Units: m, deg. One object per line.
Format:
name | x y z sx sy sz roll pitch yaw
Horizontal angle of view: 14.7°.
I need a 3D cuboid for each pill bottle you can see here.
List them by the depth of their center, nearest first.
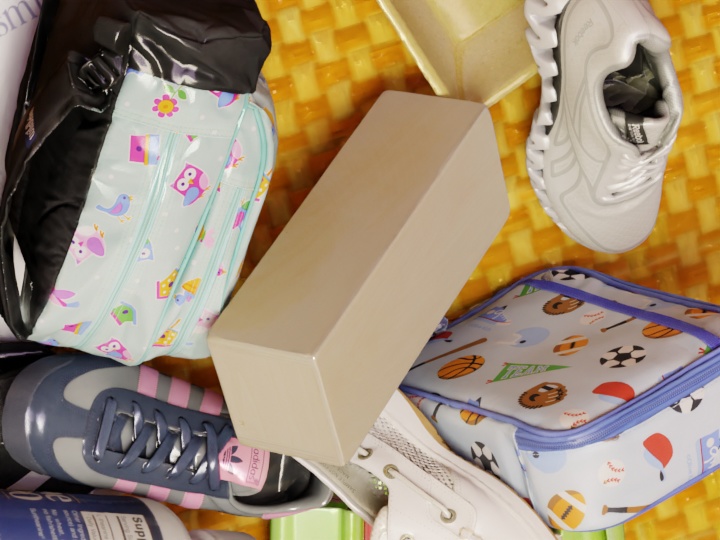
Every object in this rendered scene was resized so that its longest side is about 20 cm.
pill bottle | -0.148 0.166 1.391 0.200 0.111 0.111 6 102 -29

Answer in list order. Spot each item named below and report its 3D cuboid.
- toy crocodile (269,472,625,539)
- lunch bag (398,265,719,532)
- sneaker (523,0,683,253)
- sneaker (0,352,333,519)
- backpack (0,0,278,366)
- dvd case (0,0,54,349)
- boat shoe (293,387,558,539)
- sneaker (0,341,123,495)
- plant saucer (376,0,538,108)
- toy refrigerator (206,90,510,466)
toy crocodile | 0.047 0.144 1.535 0.200 0.062 0.068 3 102 -15
lunch bag | 0.111 0.060 1.459 0.160 0.200 0.076 -30 115 -23
sneaker | 0.133 -0.074 1.467 0.075 0.081 0.200 -28 139 -15
sneaker | -0.092 0.086 1.430 0.200 0.082 0.070 14 87 -49
backpack | -0.112 -0.050 1.380 0.126 0.167 0.200 13 110 -13
dvd case | -0.165 -0.067 1.451 0.142 0.018 0.200 -29 108 -6
boat shoe | 0.031 0.128 1.404 0.069 0.200 0.071 -35 151 -27
sneaker | -0.224 0.102 1.441 0.200 0.073 0.112 -28 120 -17
plant saucer | 0.074 -0.215 1.464 0.200 0.048 0.200 -35 109 -4
toy refrigerator | 0.000 0.000 1.421 0.200 0.070 0.076 -55 144 -38
